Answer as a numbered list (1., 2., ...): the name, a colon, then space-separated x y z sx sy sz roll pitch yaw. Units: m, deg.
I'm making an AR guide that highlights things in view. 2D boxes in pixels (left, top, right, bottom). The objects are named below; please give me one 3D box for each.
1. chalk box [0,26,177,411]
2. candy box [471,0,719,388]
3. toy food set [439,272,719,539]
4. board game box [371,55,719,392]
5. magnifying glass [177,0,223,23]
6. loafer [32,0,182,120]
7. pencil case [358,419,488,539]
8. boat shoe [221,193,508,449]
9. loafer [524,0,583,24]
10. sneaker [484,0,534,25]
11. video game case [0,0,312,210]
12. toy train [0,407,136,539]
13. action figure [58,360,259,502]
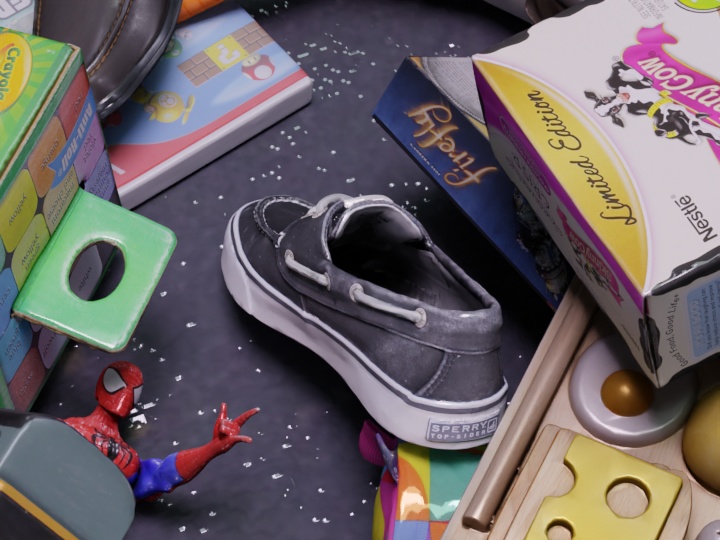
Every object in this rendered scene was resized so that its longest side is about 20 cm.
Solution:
1. chalk box: -0.177 -0.023 0.943 0.199 0.124 0.125 15 57 16
2. candy box: 0.159 -0.063 0.850 0.199 0.061 0.137 -28 52 -7
3. toy food set: 0.121 0.060 0.835 0.143 0.061 0.201 23 61 14
4. board game box: 0.113 -0.016 0.983 0.135 0.035 0.200 -5 47 -51
5. magnifying glass: -0.004 -0.169 1.068 0.199 0.022 0.080 -26 74 6
6. loafer: -0.123 -0.151 1.047 0.072 0.072 0.201 -15 47 24
7. pencil case: 0.097 0.104 0.915 0.198 0.089 0.089 5 55 -2
8. boat shoe: 0.000 0.000 0.945 0.071 0.068 0.200 -6 26 -23
9. loafer: 0.137 -0.056 0.957 0.200 0.071 0.073 45 39 5
10. sneaker: 0.016 -0.164 1.110 0.199 0.074 0.080 34 82 18
11. video game case: -0.138 -0.116 1.088 0.143 0.017 0.200 -32 64 -23
12. toy train: -0.166 0.105 0.850 0.085 0.199 0.114 44 66 -27
13. action figure: -0.102 0.111 0.889 0.065 0.099 0.201 28 50 -23
